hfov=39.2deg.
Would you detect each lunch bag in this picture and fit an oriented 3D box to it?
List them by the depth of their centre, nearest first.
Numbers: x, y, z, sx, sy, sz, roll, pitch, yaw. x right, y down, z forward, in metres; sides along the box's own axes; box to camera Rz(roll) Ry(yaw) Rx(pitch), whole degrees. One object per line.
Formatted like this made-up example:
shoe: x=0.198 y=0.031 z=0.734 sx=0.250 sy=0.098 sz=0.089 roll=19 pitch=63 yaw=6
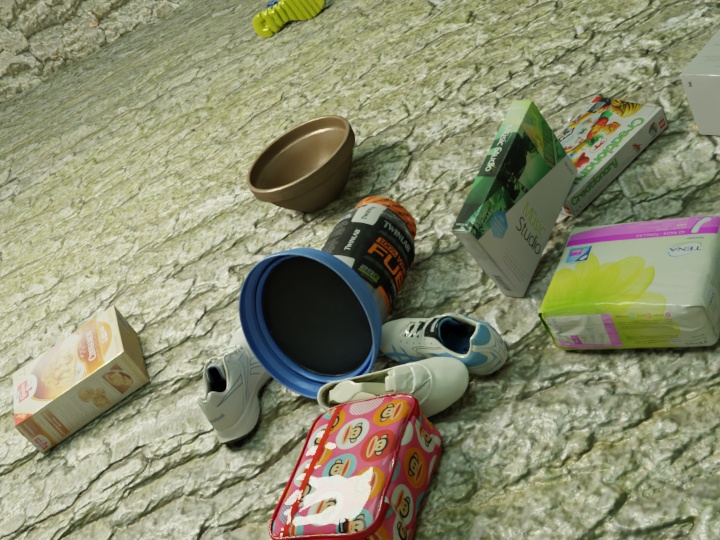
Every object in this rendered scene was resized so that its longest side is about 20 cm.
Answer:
lunch bag: x=-0.013 y=0.235 z=1.116 sx=0.175 sy=0.082 sz=0.201 roll=-15 pitch=34 yaw=34

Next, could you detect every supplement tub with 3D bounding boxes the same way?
supplement tub: x=0.000 y=0.000 z=1.377 sx=0.121 sy=0.123 sz=0.201 roll=-7 pitch=41 yaw=35

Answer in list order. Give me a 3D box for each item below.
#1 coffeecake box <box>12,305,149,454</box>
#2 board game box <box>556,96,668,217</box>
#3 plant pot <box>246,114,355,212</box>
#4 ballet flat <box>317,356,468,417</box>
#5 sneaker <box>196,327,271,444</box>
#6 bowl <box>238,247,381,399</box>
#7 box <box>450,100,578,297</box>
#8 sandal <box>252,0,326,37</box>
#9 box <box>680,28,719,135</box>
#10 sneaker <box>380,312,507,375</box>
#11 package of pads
coffeecake box: x=-0.442 y=0.168 z=1.589 sx=0.199 sy=0.073 sz=0.154 roll=-35 pitch=32 yaw=-1
board game box: x=0.313 y=-0.161 z=1.401 sx=0.200 sy=0.035 sz=0.126 roll=-43 pitch=34 yaw=-16
plant pot: x=-0.085 y=-0.165 z=1.708 sx=0.199 sy=0.093 sz=0.202 roll=-24 pitch=32 yaw=16
ballet flat: x=0.031 y=0.143 z=1.193 sx=0.198 sy=0.070 sz=0.070 roll=-16 pitch=35 yaw=33
sneaker: x=-0.170 y=0.138 z=1.375 sx=0.074 sy=0.087 sz=0.201 roll=-23 pitch=32 yaw=18
bowl: x=-0.062 y=0.065 z=1.280 sx=0.199 sy=0.203 sz=0.039 roll=-9 pitch=17 yaw=33
box: x=0.197 y=-0.089 z=1.266 sx=0.036 sy=0.144 sz=0.202 roll=5 pitch=61 yaw=43
sandal: x=-0.169 y=-0.640 z=2.451 sx=0.198 sy=0.080 sz=0.087 roll=-14 pitch=32 yaw=25
box: x=0.525 y=-0.270 z=1.302 sx=0.200 sy=0.098 sz=0.124 roll=-46 pitch=34 yaw=-22
sneaker: x=0.091 y=0.079 z=1.237 sx=0.199 sy=0.073 sz=0.072 roll=4 pitch=48 yaw=46
package of pads: x=0.310 y=0.015 z=1.131 sx=0.198 sy=0.069 sz=0.155 roll=-6 pitch=40 yaw=37
